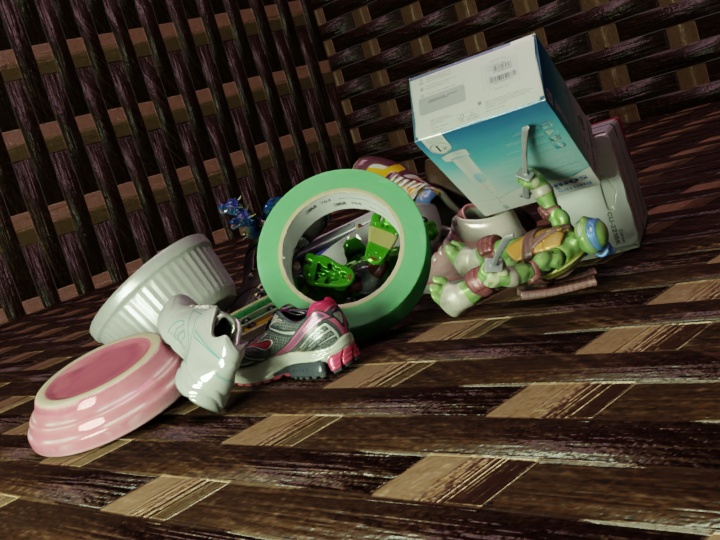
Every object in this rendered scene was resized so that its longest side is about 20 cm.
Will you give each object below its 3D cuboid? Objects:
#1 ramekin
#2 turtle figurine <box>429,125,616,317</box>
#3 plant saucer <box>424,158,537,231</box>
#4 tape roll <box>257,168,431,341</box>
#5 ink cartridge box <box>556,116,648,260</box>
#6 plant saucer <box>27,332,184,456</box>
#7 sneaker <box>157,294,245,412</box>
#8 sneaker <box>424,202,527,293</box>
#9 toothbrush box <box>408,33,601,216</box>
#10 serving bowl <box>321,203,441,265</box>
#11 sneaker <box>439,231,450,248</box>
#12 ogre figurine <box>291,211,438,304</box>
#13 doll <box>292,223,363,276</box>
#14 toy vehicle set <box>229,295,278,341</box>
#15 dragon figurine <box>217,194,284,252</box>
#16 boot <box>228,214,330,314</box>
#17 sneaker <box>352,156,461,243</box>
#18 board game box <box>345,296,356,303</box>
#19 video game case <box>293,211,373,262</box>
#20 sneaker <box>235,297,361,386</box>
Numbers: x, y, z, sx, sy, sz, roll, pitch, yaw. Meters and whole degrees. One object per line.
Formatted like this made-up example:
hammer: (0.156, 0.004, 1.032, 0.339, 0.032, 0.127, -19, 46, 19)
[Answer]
ramekin: (-0.256, 0.051, 1.315, 0.202, 0.094, 0.202, -42, -5, -5)
turtle figurine: (0.147, -0.041, 1.033, 0.199, 0.145, 0.194, 15, -31, -39)
plant saucer: (0.178, -0.106, 1.518, 0.035, 0.200, 0.200, -58, 12, -3)
tape roll: (-0.019, -0.019, 1.138, 0.199, 0.201, 0.048, -17, -23, 5)
ink cartridge box: (0.302, -0.107, 1.239, 0.083, 0.145, 0.200, -16, 7, 21)
plant saucer: (-0.278, 0.127, 1.079, 0.200, 0.051, 0.201, -21, 19, 8)
sneaker: (-0.163, 0.070, 1.047, 0.080, 0.070, 0.200, -56, 31, 10)
sneaker: (0.130, -0.034, 1.235, 0.200, 0.105, 0.075, -9, 22, 48)
toothbrush box: (0.162, -0.150, 1.071, 0.146, 0.086, 0.200, -16, -29, 25)
serving bowl: (0.033, -0.016, 1.387, 0.199, 0.066, 0.200, -25, -12, -6)
sneaker: (0.160, -0.029, 1.333, 0.090, 0.067, 0.200, -26, 8, -2)
ogre figurine: (0.000, 0.000, 1.220, 0.200, 0.098, 0.120, -42, -17, -6)
doll: (-0.064, -0.004, 1.497, 0.200, 0.049, 0.136, -33, -14, 24)
toy vehicle set: (-0.176, 0.092, 1.194, 0.199, 0.027, 0.124, -28, 14, -13)
dragon figurine: (-0.123, -0.072, 1.495, 0.199, 0.059, 0.100, -3, -30, -24)
boot: (-0.122, 0.004, 1.382, 0.200, 0.069, 0.175, -40, 25, 39)
sneaker: (0.079, -0.116, 1.480, 0.075, 0.199, 0.090, -59, 1, -10)
board game box: (-0.105, 0.079, 1.285, 0.105, 0.024, 0.200, -13, 8, 44)
video game case: (-0.029, -0.031, 1.559, 0.199, 0.018, 0.143, -25, -22, 11)
sneaker: (-0.085, 0.076, 1.066, 0.199, 0.075, 0.081, -13, 10, 38)
